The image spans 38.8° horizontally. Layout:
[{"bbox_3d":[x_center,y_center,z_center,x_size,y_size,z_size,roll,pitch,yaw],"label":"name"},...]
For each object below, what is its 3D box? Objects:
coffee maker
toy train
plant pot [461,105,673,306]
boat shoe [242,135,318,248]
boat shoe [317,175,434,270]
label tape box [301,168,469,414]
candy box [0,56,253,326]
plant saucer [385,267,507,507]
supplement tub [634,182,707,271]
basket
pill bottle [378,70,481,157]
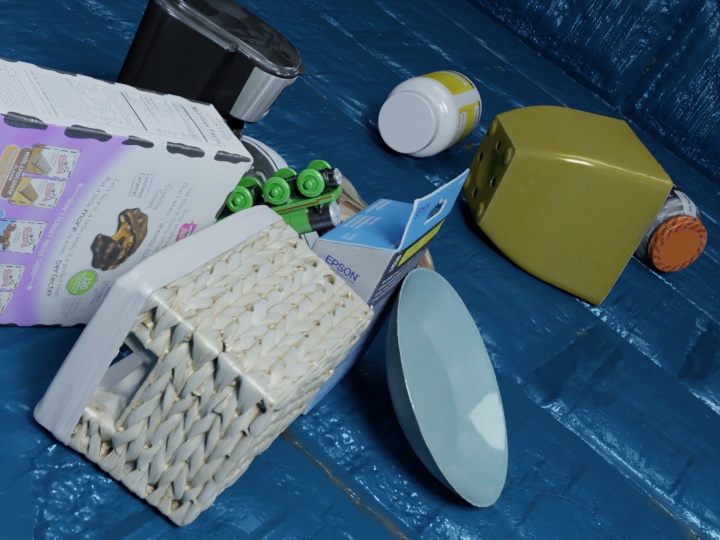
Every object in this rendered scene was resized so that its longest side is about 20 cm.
[{"bbox_3d":[-0.174,-0.142,0.873,0.191,0.201,0.135,18,28,-30],"label":"coffee maker"},{"bbox_3d":[-0.105,-0.041,0.817,0.042,0.198,0.057,-59,136,-67],"label":"toy train"},{"bbox_3d":[0.250,-0.106,1.348,0.198,0.197,0.195,17,28,-18],"label":"plant pot"},{"bbox_3d":[-0.100,-0.064,0.973,0.071,0.072,0.200,11,35,-48],"label":"boat shoe"},{"bbox_3d":[-0.010,-0.034,1.039,0.200,0.076,0.071,38,27,32],"label":"boat shoe"},{"bbox_3d":[0.000,0.000,0.824,0.066,0.201,0.143,32,24,10],"label":"label tape box"},{"bbox_3d":[-0.199,-0.044,0.702,0.199,0.168,0.072,4,39,-48],"label":"candy box"},{"bbox_3d":[0.064,0.099,0.848,0.201,0.038,0.202,45,35,-45],"label":"plant saucer"},{"bbox_3d":[0.469,-0.095,1.662,0.122,0.123,0.201,17,28,-31],"label":"supplement tub"},{"bbox_3d":[-0.094,0.059,0.689,0.123,0.136,0.200,40,25,6],"label":"basket"},{"bbox_3d":[0.096,-0.222,1.454,0.111,0.112,0.200,37,24,9],"label":"pill bottle"}]
